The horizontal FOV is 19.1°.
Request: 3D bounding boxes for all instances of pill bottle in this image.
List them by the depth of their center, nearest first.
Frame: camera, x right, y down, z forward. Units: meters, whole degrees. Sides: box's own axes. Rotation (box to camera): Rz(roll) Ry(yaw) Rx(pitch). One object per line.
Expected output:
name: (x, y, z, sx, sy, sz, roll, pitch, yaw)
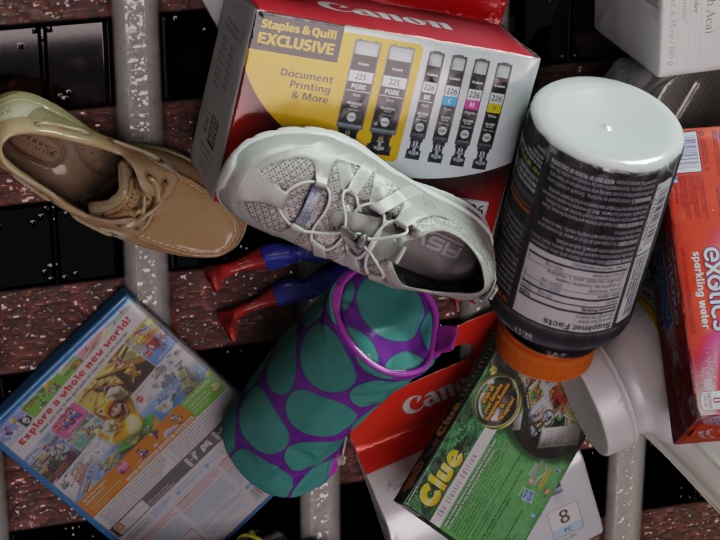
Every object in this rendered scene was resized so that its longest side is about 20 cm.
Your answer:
pill bottle: (0.143, -0.021, 1.433, 0.105, 0.107, 0.201, -1, 130, -17)
pill bottle: (0.247, 0.055, 1.542, 0.199, 0.113, 0.113, -24, 118, -7)

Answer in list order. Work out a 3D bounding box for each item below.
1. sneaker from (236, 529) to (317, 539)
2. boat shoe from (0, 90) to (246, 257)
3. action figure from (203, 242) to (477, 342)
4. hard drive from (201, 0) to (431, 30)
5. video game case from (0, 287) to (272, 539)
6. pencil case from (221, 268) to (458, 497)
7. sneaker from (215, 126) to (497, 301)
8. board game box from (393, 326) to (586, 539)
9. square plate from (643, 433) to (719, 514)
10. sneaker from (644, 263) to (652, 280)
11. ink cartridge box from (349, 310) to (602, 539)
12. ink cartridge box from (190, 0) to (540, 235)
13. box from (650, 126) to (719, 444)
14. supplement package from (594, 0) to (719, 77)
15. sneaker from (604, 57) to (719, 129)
sneaker: (-0.094, 0.225, 1.560, 0.199, 0.074, 0.085, 14, 99, -45)
boat shoe: (-0.162, -0.052, 1.426, 0.199, 0.065, 0.072, 22, 105, -24)
action figure: (0.000, 0.000, 1.485, 0.199, 0.099, 0.066, -22, 119, -10)
hard drive: (-0.026, -0.173, 1.438, 0.131, 0.026, 0.201, -32, 119, -2)
video game case: (-0.152, 0.124, 1.533, 0.143, 0.018, 0.200, -43, 118, 5)
pencil case: (-0.019, 0.077, 1.459, 0.092, 0.086, 0.200, 25, 142, -12)
sneaker: (0.006, -0.033, 1.353, 0.199, 0.082, 0.075, 15, 111, -22)
board game box: (0.116, 0.111, 1.566, 0.105, 0.023, 0.201, 38, 77, -24)
square plate: (0.305, 0.076, 1.651, 0.200, 0.028, 0.198, -45, 119, 4)
sneaker: (0.251, -0.067, 1.544, 0.199, 0.074, 0.089, -26, 115, -1)
ink cartridge box: (0.083, 0.141, 1.598, 0.159, 0.047, 0.201, -23, 119, -7)
ink cartridge box: (0.006, -0.127, 1.406, 0.198, 0.084, 0.177, 7, 111, -19)
box: (0.254, 0.010, 1.446, 0.099, 0.096, 0.202, -5, 74, -3)
supplement package: (0.273, -0.216, 1.460, 0.198, 0.120, 0.122, -9, 114, -14)
sneaker: (0.259, -0.142, 1.520, 0.199, 0.080, 0.071, -9, 116, -36)
